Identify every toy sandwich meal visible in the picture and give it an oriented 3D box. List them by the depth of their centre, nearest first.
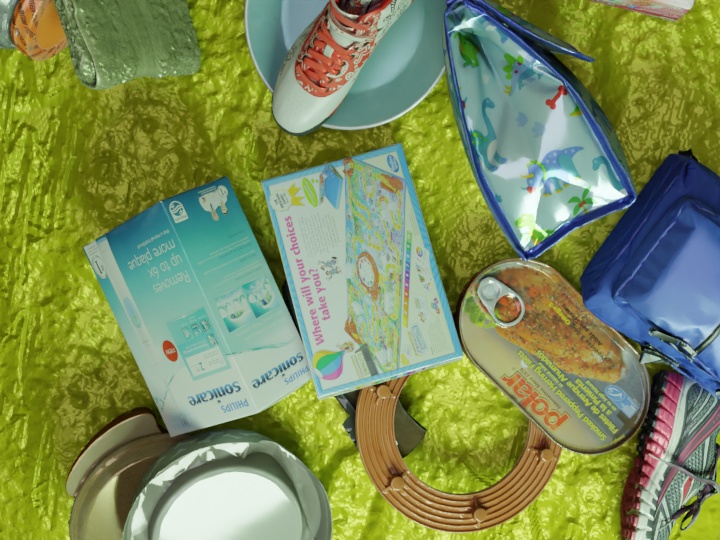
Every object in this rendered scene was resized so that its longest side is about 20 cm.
[{"bbox_3d":[-0.201,0.235,0.991,0.203,0.070,0.207,-5,108,-16],"label":"toy sandwich meal"}]

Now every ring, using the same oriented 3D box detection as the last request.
[{"bbox_3d":[0.094,0.139,0.910,0.198,0.019,0.203,0,88,-10],"label":"ring"}]

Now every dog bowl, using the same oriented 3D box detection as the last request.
[{"bbox_3d":[-0.128,0.242,0.946,0.198,0.059,0.202,-5,108,-15],"label":"dog bowl"}]

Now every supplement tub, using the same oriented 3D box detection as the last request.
[{"bbox_3d":[-0.351,-0.289,0.917,0.199,0.123,0.123,36,103,3],"label":"supplement tub"}]

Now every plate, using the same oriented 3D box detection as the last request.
[{"bbox_3d":[-0.008,-0.230,0.908,0.198,0.026,0.202,2,98,11],"label":"plate"}]

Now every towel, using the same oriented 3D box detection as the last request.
[{"bbox_3d":[-0.221,-0.265,0.890,0.036,0.148,0.202,-14,96,39],"label":"towel"}]

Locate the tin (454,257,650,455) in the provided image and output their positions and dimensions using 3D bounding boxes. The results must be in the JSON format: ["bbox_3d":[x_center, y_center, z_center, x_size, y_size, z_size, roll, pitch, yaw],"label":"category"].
[{"bbox_3d":[0.170,0.077,0.894,0.200,0.042,0.112,45,81,-4],"label":"tin"}]

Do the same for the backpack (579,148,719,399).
[{"bbox_3d":[0.299,0.027,0.817,0.199,0.168,0.163,35,110,0],"label":"backpack"}]

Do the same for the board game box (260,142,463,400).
[{"bbox_3d":[0.000,0.000,0.893,0.133,0.034,0.202,-15,80,-3],"label":"board game box"}]

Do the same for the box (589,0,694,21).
[{"bbox_3d":[0.184,-0.280,0.824,0.198,0.103,0.096,17,101,9],"label":"box"}]

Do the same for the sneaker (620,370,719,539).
[{"bbox_3d":[0.279,0.195,0.888,0.074,0.081,0.202,13,100,7],"label":"sneaker"}]

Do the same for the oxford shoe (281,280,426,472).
[{"bbox_3d":[-0.005,0.086,0.941,0.084,0.073,0.201,-33,94,-2],"label":"oxford shoe"}]

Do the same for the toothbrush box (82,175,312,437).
[{"bbox_3d":[-0.149,0.037,0.916,0.146,0.085,0.201,-20,97,44],"label":"toothbrush box"}]

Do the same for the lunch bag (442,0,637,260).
[{"bbox_3d":[0.130,-0.136,0.811,0.127,0.170,0.201,-31,100,13],"label":"lunch bag"}]

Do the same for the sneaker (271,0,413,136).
[{"bbox_3d":[-0.020,-0.201,0.847,0.067,0.108,0.202,42,104,2],"label":"sneaker"}]
